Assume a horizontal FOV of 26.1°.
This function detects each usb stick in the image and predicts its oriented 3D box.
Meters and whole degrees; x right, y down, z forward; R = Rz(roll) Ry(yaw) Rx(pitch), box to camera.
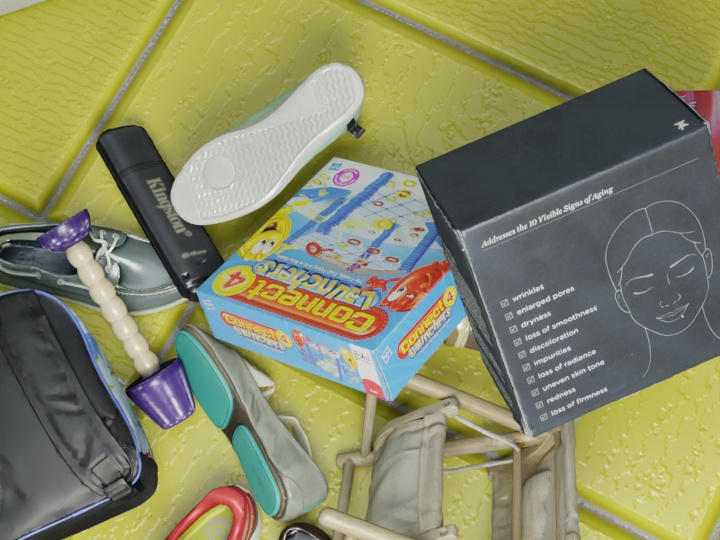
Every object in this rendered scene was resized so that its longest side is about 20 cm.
[{"bbox_3d":[-0.177,-0.054,1.389,0.055,0.033,0.200,-10,54,-36],"label":"usb stick"}]

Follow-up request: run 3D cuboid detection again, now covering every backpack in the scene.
[{"bbox_3d":[-0.282,0.130,1.300,0.183,0.147,0.200,-25,77,-5],"label":"backpack"}]

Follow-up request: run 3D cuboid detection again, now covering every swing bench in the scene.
[{"bbox_3d":[0.072,0.181,1.233,0.200,0.130,0.199,7,36,2],"label":"swing bench"}]

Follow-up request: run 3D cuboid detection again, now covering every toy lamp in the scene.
[{"bbox_3d":[-0.208,0.046,1.343,0.058,0.058,0.200,-32,96,-7],"label":"toy lamp"}]

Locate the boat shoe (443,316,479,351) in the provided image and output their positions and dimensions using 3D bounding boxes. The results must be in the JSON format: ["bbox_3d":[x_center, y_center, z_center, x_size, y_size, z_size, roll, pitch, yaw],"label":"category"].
[{"bbox_3d":[0.125,-0.020,1.373,0.065,0.073,0.200,18,78,-3],"label":"boat shoe"}]

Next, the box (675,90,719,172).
[{"bbox_3d":[0.270,-0.048,1.353,0.095,0.100,0.200,-1,73,3],"label":"box"}]

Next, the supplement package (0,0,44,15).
[{"bbox_3d":[-0.346,-0.363,1.474,0.120,0.121,0.200,-19,72,-3],"label":"supplement package"}]

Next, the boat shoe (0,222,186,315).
[{"bbox_3d":[-0.241,-0.006,1.386,0.200,0.062,0.073,6,70,4],"label":"boat shoe"}]

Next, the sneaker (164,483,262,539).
[{"bbox_3d":[-0.159,0.258,1.286,0.077,0.085,0.200,30,76,13],"label":"sneaker"}]

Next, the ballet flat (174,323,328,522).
[{"bbox_3d":[-0.092,0.126,1.343,0.064,0.067,0.200,-16,62,-33],"label":"ballet flat"}]

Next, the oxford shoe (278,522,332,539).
[{"bbox_3d":[-0.008,0.294,1.273,0.071,0.073,0.200,-38,74,-9],"label":"oxford shoe"}]

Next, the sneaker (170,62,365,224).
[{"bbox_3d":[-0.074,-0.107,1.392,0.200,0.118,0.074,-36,88,5],"label":"sneaker"}]

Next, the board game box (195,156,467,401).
[{"bbox_3d":[0.000,0.000,1.299,0.200,0.056,0.196,16,49,37],"label":"board game box"}]

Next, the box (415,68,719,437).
[{"bbox_3d":[0.173,-0.014,1.182,0.200,0.197,0.124,-23,32,-3],"label":"box"}]
